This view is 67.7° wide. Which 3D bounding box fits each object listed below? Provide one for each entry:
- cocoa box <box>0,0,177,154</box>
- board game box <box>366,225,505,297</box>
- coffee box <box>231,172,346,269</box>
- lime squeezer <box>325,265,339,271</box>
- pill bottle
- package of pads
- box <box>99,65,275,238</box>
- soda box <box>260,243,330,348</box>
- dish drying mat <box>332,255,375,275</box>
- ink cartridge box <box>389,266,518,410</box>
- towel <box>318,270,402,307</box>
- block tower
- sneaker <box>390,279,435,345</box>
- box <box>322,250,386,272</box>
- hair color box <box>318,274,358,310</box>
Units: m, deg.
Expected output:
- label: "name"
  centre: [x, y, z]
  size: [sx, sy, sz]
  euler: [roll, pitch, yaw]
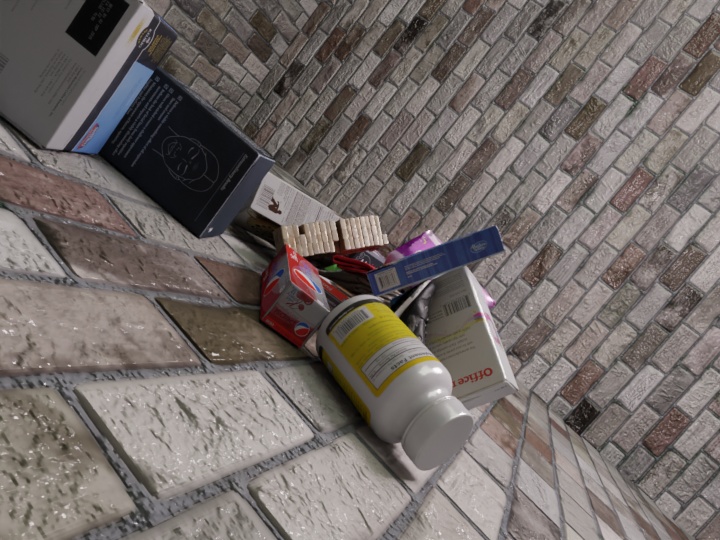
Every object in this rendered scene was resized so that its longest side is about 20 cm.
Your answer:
- label: "cocoa box"
  centre: [-0.344, -0.262, 0.648]
  size: [0.133, 0.201, 0.131]
  euler: [38, 6, -7]
- label: "board game box"
  centre: [0.121, -0.017, 0.853]
  size: [0.199, 0.197, 0.044]
  euler: [-11, 81, -80]
- label: "coffee box"
  centre: [-0.121, -0.086, 0.991]
  size: [0.198, 0.081, 0.112]
  euler: [29, -21, -24]
- label: "lime squeezer"
  centre: [-0.065, -0.043, 1.097]
  size: [0.200, 0.071, 0.038]
  euler: [48, 35, 16]
- label: "pill bottle"
  centre: [0.038, 0.129, 0.634]
  size: [0.111, 0.112, 0.200]
  euler: [32, 11, -49]
- label: "package of pads"
  centre: [0.145, 0.029, 1.009]
  size: [0.201, 0.120, 0.076]
  euler: [51, -29, 18]
- label: "box"
  centre: [-0.253, -0.171, 0.794]
  size: [0.199, 0.149, 0.107]
  euler: [40, 7, -1]
- label: "soda box"
  centre: [-0.095, 0.028, 0.748]
  size: [0.070, 0.064, 0.200]
  euler: [38, 6, -17]
- label: "dish drying mat"
  centre: [0.000, 0.000, 0.961]
  size: [0.075, 0.019, 0.200]
  euler: [12, -4, 8]
- label: "ink cartridge box"
  centre: [0.146, 0.119, 0.860]
  size: [0.085, 0.143, 0.203]
  euler: [39, 31, -52]
- label: "towel"
  centre: [-0.002, 0.034, 1.023]
  size: [0.131, 0.035, 0.199]
  euler: [24, -8, -28]
- label: "block tower"
  centre: [-0.052, -0.054, 0.920]
  size: [0.197, 0.059, 0.054]
  euler: [-8, -6, -32]
- label: "sneaker"
  centre: [0.068, 0.101, 0.811]
  size: [0.088, 0.200, 0.076]
  euler: [44, -33, -1]
- label: "box"
  centre: [-0.009, -0.008, 1.258]
  size: [0.199, 0.115, 0.132]
  euler: [33, 9, -49]
- label: "hair color box"
  centre: [-0.001, 0.081, 0.896]
  size: [0.101, 0.062, 0.199]
  euler: [34, 3, 32]
